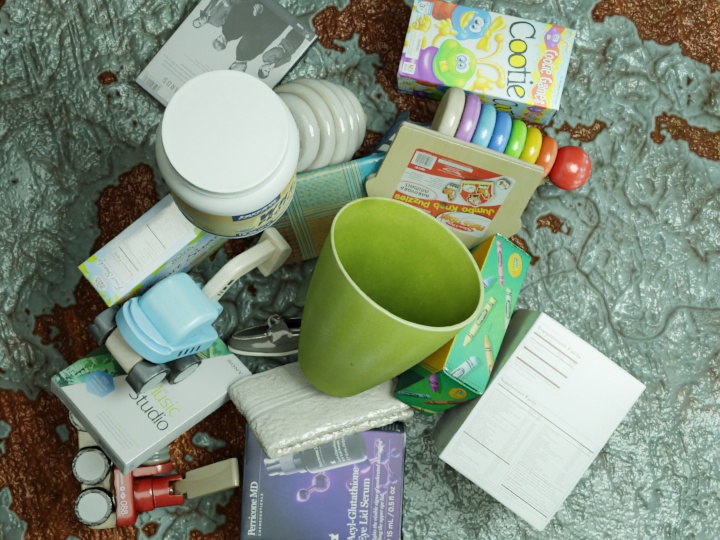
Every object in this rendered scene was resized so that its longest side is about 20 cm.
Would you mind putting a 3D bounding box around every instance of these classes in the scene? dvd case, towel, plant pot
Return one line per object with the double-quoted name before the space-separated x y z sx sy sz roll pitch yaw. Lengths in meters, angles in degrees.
"dvd case" -0.174 -0.275 1.322 0.150 0.025 0.200 40 91 3
"towel" -0.020 -0.079 1.256 0.199 0.147 0.022 -14 49 -1
"plant pot" 0.011 0.053 1.160 0.187 0.187 0.200 36 130 3
"towel" -0.045 0.155 1.230 0.199 0.133 0.035 -15 125 -22

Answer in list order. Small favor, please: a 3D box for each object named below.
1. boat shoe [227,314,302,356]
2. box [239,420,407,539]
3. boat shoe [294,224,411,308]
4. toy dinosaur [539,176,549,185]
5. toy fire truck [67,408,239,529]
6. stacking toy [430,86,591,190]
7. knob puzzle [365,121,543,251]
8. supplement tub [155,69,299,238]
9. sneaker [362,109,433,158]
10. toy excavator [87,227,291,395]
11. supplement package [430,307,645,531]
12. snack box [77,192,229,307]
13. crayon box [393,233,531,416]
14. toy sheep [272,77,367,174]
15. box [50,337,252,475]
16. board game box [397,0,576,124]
"boat shoe" -0.067 0.072 1.282 0.199 0.067 0.057 -1 105 -5
"box" -0.044 0.260 1.259 0.199 0.104 0.149 2 89 2
"boat shoe" 0.000 0.000 1.261 0.061 0.072 0.201 36 126 -27
"toy dinosaur" 0.178 -0.104 1.297 0.200 0.058 0.101 -33 102 9
"toy fire truck" -0.256 0.226 1.270 0.199 0.129 0.177 -4 87 -10
"stacking toy" 0.186 -0.150 1.222 0.199 0.085 0.086 19 89 -6
"knob puzzle" 0.101 -0.086 1.228 0.219 0.220 0.031 6 49 2
"supplement tub" -0.137 -0.119 1.063 0.144 0.200 0.145 1 82 -5
"sneaker" 0.040 -0.152 1.291 0.199 0.075 0.085 -19 78 -2
"toy excavator" -0.188 0.036 1.197 0.200 0.194 0.100 -44 77 23
"supplement package" 0.202 0.168 1.209 0.147 0.191 0.200 36 90 1
"snack box" -0.227 -0.039 1.244 0.200 0.169 0.068 -40 86 0
"crayon box" 0.122 0.065 1.208 0.058 0.119 0.200 33 58 -13
"toy sheep" -0.062 -0.174 1.251 0.138 0.200 0.138 17 119 33
"box" -0.252 0.136 1.241 0.144 0.036 0.200 45 53 14
"board game box" 0.154 -0.261 1.269 0.199 0.103 0.105 13 89 3
